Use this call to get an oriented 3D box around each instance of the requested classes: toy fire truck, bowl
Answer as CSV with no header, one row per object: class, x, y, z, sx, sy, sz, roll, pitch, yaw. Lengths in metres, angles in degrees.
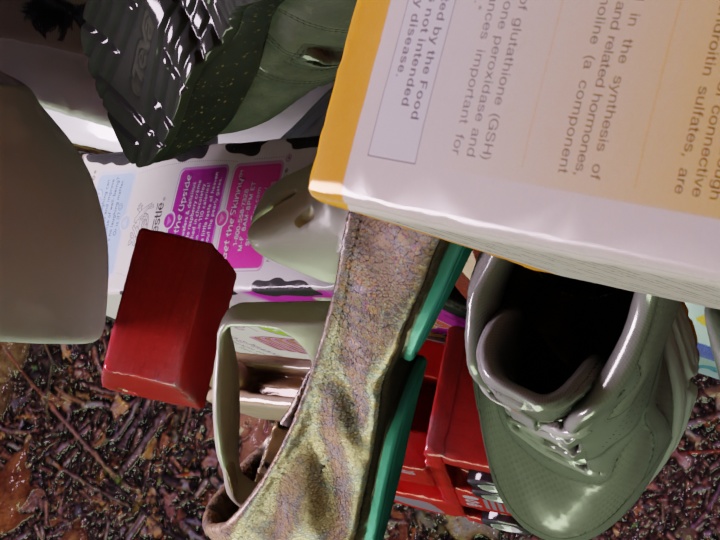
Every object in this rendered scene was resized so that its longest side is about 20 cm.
toy fire truck,-0.006,0.044,0.862,0.140,0.049,0.200,11,168,8
bowl,-0.187,-0.039,0.777,0.199,0.075,0.200,6,-170,-30

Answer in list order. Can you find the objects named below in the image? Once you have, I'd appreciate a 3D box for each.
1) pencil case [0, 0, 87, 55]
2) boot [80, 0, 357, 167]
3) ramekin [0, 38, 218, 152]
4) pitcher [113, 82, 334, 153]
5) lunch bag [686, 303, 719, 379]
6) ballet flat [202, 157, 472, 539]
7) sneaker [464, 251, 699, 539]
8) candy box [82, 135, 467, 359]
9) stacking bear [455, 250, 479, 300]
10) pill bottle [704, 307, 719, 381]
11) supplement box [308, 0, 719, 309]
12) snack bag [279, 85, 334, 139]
pencil case,-0.074,-0.111,0.791,0.199,0.090,0.078,12,142,42
boot,0.012,-0.099,0.644,0.130,0.068,0.200,-17,165,-29
ramekin,-0.142,-0.112,0.972,0.199,0.098,0.200,14,178,1
pitcher,0.000,-0.069,1.146,0.198,0.122,0.172,3,-169,14
lunch bag,0.197,-0.011,1.165,0.169,0.128,0.200,18,164,-21
ballet flat,-0.006,0.013,0.726,0.067,0.201,0.068,20,-153,5
sneaker,0.055,0.022,0.708,0.075,0.092,0.201,21,139,16
candy box,0.000,0.000,0.916,0.199,0.061,0.136,-2,161,46
stacking bear,0.116,-0.049,0.748,0.199,0.122,0.114,1,153,43
pill bottle,0.219,0.024,0.790,0.199,0.110,0.110,-19,177,2
supplement box,0.094,-0.052,0.441,0.073,0.127,0.199,17,178,-43
snack bag,0.077,-0.054,0.977,0.199,0.022,0.188,16,148,-23
